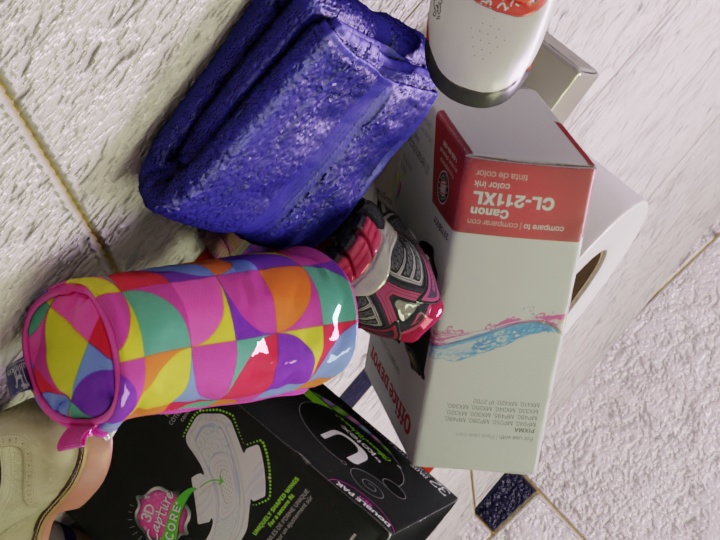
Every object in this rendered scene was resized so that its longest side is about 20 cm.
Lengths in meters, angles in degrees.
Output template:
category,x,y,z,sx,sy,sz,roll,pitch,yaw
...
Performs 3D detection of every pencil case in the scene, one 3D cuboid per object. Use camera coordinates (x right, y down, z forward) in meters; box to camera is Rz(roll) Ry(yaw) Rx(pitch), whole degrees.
category,x,y,z,sx,sy,sz,roll,pitch,yaw
pencil case,-0.090,0.037,1.388,0.200,0.088,0.088,-11,142,-48

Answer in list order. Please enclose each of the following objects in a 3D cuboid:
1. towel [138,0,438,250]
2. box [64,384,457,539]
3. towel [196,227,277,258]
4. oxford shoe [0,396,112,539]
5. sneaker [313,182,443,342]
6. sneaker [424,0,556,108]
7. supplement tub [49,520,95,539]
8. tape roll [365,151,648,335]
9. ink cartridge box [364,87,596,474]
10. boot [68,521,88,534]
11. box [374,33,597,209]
category,x,y,z,sx,sy,sz,roll,pitch,yaw
towel,-0.030,-0.075,1.389,0.148,0.050,0.200,-55,160,7
box,-0.070,0.124,1.539,0.124,0.200,0.148,-52,169,13
towel,-0.040,-0.058,1.544,0.144,0.023,0.200,-50,169,-6
oxford shoe,-0.206,0.128,1.427,0.074,0.071,0.200,0,141,-35
sneaker,0.000,0.000,1.554,0.081,0.075,0.200,-47,-170,6
sneaker,0.090,-0.193,1.430,0.108,0.067,0.202,105,8,-61
supplement tub,-0.140,0.243,1.557,0.145,0.200,0.146,-50,-155,34
tape roll,0.091,-0.013,1.888,0.203,0.139,0.203,-48,169,-13
ink cartridge box,0.069,0.003,1.588,0.146,0.083,0.201,-119,-144,-65
boot,-0.128,0.152,1.754,0.198,0.073,0.162,-53,174,18
box,0.060,-0.072,1.698,0.200,0.082,0.068,-52,168,11
